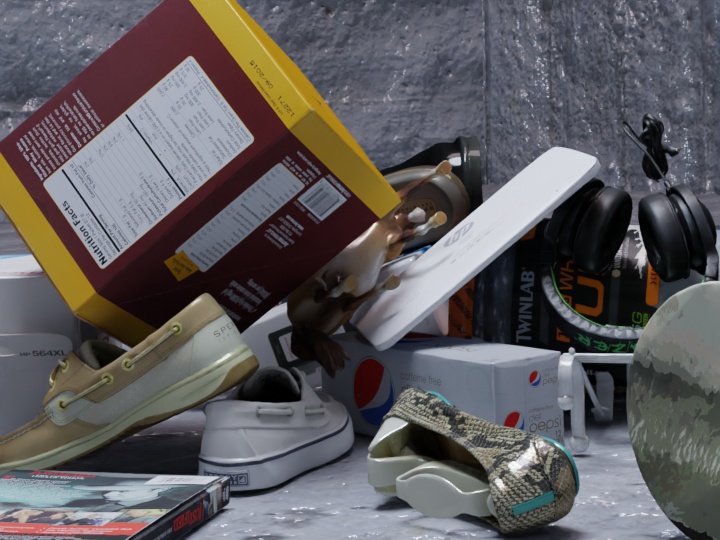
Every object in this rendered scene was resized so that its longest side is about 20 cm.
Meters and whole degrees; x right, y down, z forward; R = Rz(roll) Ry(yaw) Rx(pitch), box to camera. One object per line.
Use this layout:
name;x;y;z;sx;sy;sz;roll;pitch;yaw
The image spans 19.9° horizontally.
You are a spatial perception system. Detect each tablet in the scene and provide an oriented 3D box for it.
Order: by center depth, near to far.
tablet;0.078;-0.019;1.451;0.200;0.014;0.130;-39;11;-3

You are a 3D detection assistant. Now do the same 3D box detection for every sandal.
sandal;-0.009;-0.024;1.602;0.199;0.082;0.055;-14;25;24

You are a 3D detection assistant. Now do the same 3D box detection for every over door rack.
over door rack;0.218;0.092;1.374;0.147;0.067;0.200;0;-8;14

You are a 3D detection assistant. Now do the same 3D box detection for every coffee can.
coffee can;0.267;0.069;1.127;0.199;0.148;0.146;-6;7;-38

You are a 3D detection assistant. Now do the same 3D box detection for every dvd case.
dvd case;-0.171;0.142;1.151;0.145;0.022;0.200;0;7;14

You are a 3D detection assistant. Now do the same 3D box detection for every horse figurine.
horse figurine;0.000;0.000;1.459;0.132;0.050;0.200;-31;18;54

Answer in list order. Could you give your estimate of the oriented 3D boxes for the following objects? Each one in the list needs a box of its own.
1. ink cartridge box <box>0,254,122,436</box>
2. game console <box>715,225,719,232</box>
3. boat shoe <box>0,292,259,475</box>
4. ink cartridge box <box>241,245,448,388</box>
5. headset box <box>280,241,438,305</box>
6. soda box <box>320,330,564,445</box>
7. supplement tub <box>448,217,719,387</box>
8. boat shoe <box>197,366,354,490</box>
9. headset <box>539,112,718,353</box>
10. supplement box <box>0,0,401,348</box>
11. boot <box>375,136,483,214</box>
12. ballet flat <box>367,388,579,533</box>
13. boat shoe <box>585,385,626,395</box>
ink cartridge box;-0.248;0.059;1.463;0.128;0.126;0.200;-2;6;3
game console;0.288;0.025;1.635;0.199;0.172;0.118;1;25;29
boat shoe;-0.160;0.074;1.308;0.199;0.067;0.074;-25;1;17
ink cartridge box;-0.030;0.051;1.601;0.199;0.068;0.116;-22;2;11
headset box;0.038;0.028;1.760;0.199;0.093;0.174;-9;4;17
soda box;0.053;0.083;1.425;0.063;0.069;0.199;-7;8;-36
supplement tub;0.169;0.024;1.524;0.198;0.124;0.123;3;6;10
boat shoe;-0.057;0.095;1.352;0.071;0.066;0.200;1;6;22
headset;0.194;-0.022;1.446;0.123;0.201;0.094;5;-32;12
supplement box;-0.111;-0.058;1.376;0.200;0.133;0.197;-39;-23;4
boot;0.011;-0.055;1.696;0.157;0.080;0.211;-4;-9;-13
ballet flat;0.048;0.113;1.200;0.075;0.068;0.200;-22;16;-24
boat shoe;0.120;0.061;1.621;0.198;0.070;0.074;-1;6;7
